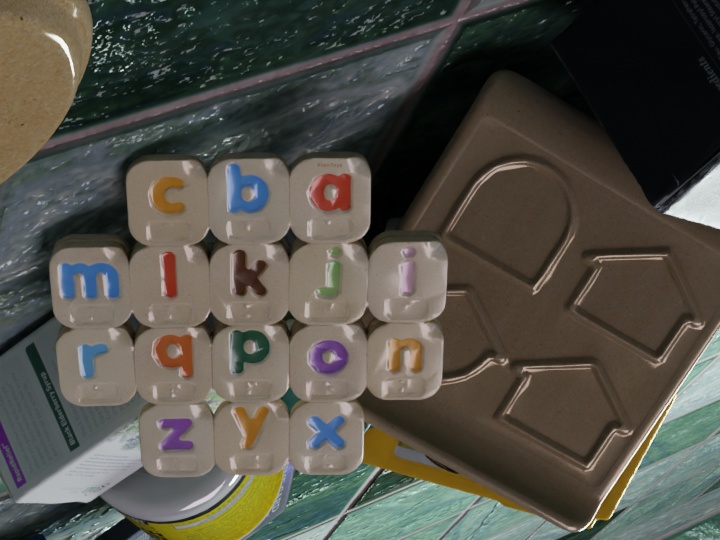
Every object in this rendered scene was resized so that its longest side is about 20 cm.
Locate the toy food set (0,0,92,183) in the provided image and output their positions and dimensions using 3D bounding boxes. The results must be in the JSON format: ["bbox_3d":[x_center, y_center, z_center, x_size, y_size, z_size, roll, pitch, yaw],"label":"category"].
[{"bbox_3d":[-0.190,-0.061,0.707,0.197,0.049,0.200,-26,163,-8],"label":"toy food set"}]

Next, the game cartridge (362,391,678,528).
[{"bbox_3d":[0.108,0.106,1.415,0.198,0.033,0.177,17,136,-1],"label":"game cartridge"}]

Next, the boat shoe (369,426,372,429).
[{"bbox_3d":[0.004,0.078,1.360,0.056,0.069,0.200,25,142,-24],"label":"boat shoe"}]

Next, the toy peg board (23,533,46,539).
[{"bbox_3d":[-0.308,0.274,1.459,0.199,0.098,0.200,-19,145,-34],"label":"toy peg board"}]

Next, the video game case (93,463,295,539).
[{"bbox_3d":[-0.123,0.190,1.462,0.199,0.019,0.143,-35,155,-32],"label":"video game case"}]

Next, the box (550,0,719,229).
[{"bbox_3d":[0.243,-0.121,1.013,0.197,0.124,0.199,-45,148,25],"label":"box"}]

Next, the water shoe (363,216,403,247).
[{"bbox_3d":[0.000,0.000,1.183,0.078,0.072,0.200,6,169,1],"label":"water shoe"}]

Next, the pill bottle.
[{"bbox_3d":[-0.108,0.115,1.234,0.112,0.113,0.200,-27,163,-3],"label":"pill bottle"}]

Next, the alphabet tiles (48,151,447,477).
[{"bbox_3d":[-0.056,0.025,0.995,0.198,0.015,0.197,-1,124,-2],"label":"alphabet tiles"}]

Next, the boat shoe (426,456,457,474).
[{"bbox_3d":[0.066,0.098,1.316,0.068,0.072,0.200,-57,173,-27],"label":"boat shoe"}]

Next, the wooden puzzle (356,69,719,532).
[{"bbox_3d":[0.096,0.017,1.069,0.201,0.184,0.046,-59,-166,9],"label":"wooden puzzle"}]

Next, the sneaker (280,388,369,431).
[{"bbox_3d":[-0.030,0.076,1.252,0.071,0.080,0.200,-28,179,4],"label":"sneaker"}]

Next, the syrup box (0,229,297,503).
[{"bbox_3d":[-0.114,0.046,1.079,0.199,0.082,0.079,-34,161,18],"label":"syrup box"}]
